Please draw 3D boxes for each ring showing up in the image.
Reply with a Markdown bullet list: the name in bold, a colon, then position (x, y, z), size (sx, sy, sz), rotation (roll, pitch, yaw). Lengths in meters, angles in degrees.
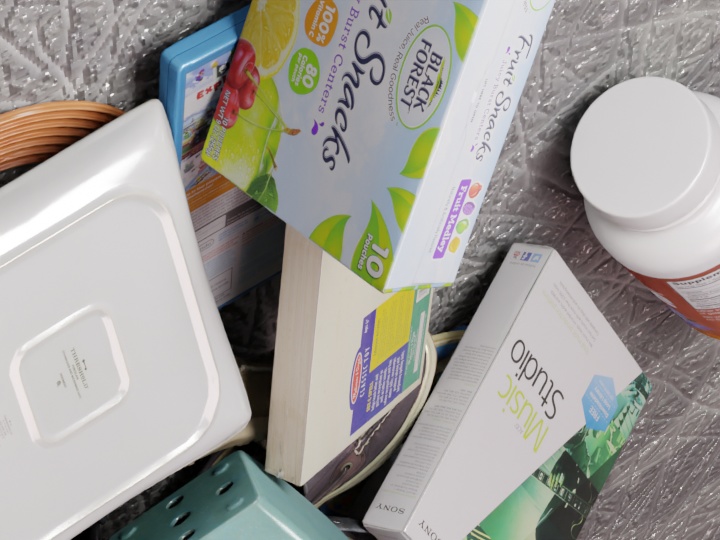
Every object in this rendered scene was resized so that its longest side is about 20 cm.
- **ring**: position (-0.178, -0.001, 1.490), size (0.200, 0.019, 0.201), rotation (-27, 147, -19)

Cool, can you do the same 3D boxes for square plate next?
- **square plate**: position (-0.144, 0.048, 1.445), size (0.198, 0.028, 0.200), rotation (-33, 127, -27)

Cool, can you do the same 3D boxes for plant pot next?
- **plant pot**: position (-0.040, 0.206, 1.589), size (0.141, 0.141, 0.200), rotation (-34, 106, 0)

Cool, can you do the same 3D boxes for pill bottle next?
- **pill bottle**: position (0.197, -0.037, 1.749), size (0.112, 0.112, 0.200), rotation (-44, 148, 6)

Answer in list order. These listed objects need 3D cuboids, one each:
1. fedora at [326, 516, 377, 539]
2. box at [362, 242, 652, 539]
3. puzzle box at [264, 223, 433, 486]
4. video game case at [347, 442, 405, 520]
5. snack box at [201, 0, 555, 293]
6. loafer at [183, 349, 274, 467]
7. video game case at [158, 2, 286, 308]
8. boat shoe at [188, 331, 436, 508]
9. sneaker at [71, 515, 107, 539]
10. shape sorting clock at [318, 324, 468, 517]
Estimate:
- **fedora**: position (-0.062, 0.218, 1.723), size (0.200, 0.092, 0.201), rotation (-14, 158, -6)
- **box**: position (0.090, 0.106, 1.750), size (0.144, 0.036, 0.200), rotation (51, 60, -41)
- **puzzle box**: position (0.000, 0.000, 1.577), size (0.133, 0.025, 0.201), rotation (-38, 141, -51)
- **video game case**: position (0.051, 0.156, 1.859), size (0.182, 0.022, 0.200), rotation (-17, 147, -39)
- **snack box**: position (0.013, -0.110, 1.398), size (0.053, 0.142, 0.201), rotation (-4, 121, -46)
- **loafer**: position (-0.087, 0.065, 1.602), size (0.076, 0.068, 0.200), rotation (-11, -175, 28)
- **video game case**: position (-0.046, -0.065, 1.533), size (0.143, 0.018, 0.200), rotation (-30, 148, -29)
- **boat shoe**: position (-0.037, 0.102, 1.709), size (0.200, 0.072, 0.065), rotation (-44, 169, 17)
- **sneaker**: position (-0.185, 0.173, 1.638), size (0.072, 0.083, 0.200), rotation (-15, 141, -33)
- **shape sorting clock**: position (0.023, 0.112, 1.821), size (0.200, 0.039, 0.200), rotation (-27, 146, -20)
